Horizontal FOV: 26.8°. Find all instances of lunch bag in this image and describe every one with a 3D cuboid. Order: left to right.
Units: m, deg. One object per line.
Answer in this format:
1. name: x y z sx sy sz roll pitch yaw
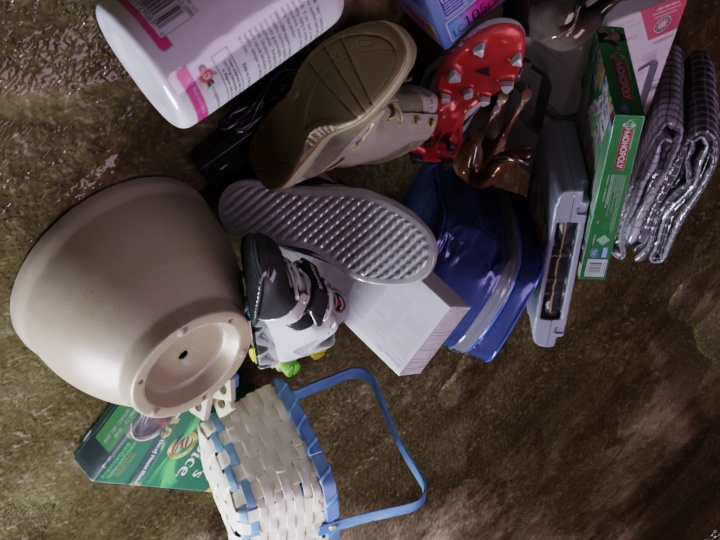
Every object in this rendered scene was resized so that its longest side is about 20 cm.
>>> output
1. lunch bag: 0.102 -0.012 1.491 0.132 0.200 0.136 24 118 -14

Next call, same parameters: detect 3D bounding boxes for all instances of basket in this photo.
1. basket: -0.053 0.188 1.509 0.200 0.176 0.139 -17 140 -11

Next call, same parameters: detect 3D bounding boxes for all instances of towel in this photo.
1. towel: 0.333 -0.123 1.652 0.086 0.166 0.200 13 132 -1

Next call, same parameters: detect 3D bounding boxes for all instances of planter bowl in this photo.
1. planter bowl: -0.177 0.039 1.289 0.200 0.135 0.200 -31 148 -22

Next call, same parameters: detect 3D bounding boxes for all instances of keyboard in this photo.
1. keyboard: -0.061 -0.149 1.299 0.200 0.040 0.104 -36 161 -1

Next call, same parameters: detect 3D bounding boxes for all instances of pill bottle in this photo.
1. pill bottle: -0.084 -0.205 1.115 0.200 0.113 0.113 -37 149 -10

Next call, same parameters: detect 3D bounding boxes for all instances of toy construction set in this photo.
1. toy construction set: -0.102 0.061 1.447 0.200 0.092 0.131 -30 154 -56

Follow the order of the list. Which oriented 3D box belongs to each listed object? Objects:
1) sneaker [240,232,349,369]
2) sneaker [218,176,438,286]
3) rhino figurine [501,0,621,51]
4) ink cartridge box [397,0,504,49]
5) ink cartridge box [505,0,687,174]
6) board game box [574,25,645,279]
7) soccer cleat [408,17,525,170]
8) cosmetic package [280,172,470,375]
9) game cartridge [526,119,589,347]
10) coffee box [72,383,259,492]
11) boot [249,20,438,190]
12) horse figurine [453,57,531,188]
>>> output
1. sneaker: -0.055 0.020 1.287 0.088 0.074 0.200 -8 157 -3
2. sneaker: -0.019 -0.041 1.323 0.079 0.200 0.078 -14 120 -70
3. rhino figurine: 0.165 -0.239 1.331 0.087 0.200 0.060 -44 111 0
4. ink cartridge box: 0.075 -0.295 1.232 0.136 0.076 0.200 -41 148 -4
5. ink cartridge box: 0.230 -0.203 1.520 0.146 0.085 0.200 -24 146 -29
6. board game box: 0.225 -0.109 1.419 0.029 0.135 0.200 2 135 -3
7. soccer cleat: 0.090 -0.173 1.361 0.069 0.085 0.200 9 146 -15
8. cosmetic package: 0.000 0.000 1.381 0.083 0.200 0.051 -52 158 16
9. game cartridge: 0.188 -0.041 1.487 0.040 0.133 0.200 4 130 -1
10. coffee box: -0.183 0.163 1.525 0.123 0.044 0.200 -51 149 11
11. boot: 0.014 -0.144 1.265 0.155 0.072 0.200 -14 159 -45
12. horse figurine: 0.124 -0.134 1.437 0.050 0.200 0.133 20 122 -8
